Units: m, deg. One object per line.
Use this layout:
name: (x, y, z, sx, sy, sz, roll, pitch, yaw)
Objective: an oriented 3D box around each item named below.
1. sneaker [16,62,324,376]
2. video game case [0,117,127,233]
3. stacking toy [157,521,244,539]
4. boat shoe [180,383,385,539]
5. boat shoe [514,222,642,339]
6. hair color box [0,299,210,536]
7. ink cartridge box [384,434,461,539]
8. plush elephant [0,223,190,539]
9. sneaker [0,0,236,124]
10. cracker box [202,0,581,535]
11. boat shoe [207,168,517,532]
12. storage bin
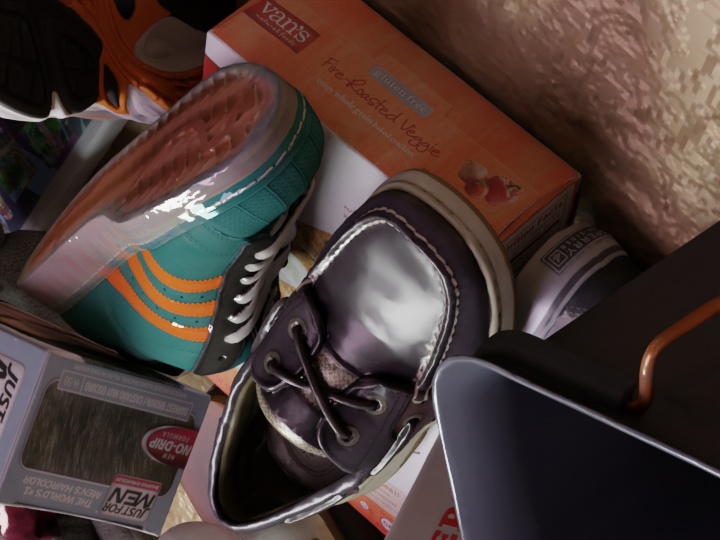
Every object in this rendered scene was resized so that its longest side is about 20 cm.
sneaker: (-0.050, -0.011, 0.945, 0.080, 0.072, 0.200, 38, 155, -13)
video game case: (-0.174, -0.114, 1.169, 0.183, 0.023, 0.200, 51, 150, 3)
stacking toy: (-0.017, 0.178, 1.053, 0.200, 0.146, 0.146, 54, 153, 24)
boat shoe: (-0.006, 0.132, 1.137, 0.070, 0.070, 0.201, -24, 91, 28)
boat shoe: (0.066, 0.064, 0.977, 0.057, 0.069, 0.200, 41, 146, 18)
hair color box: (-0.166, 0.035, 1.043, 0.199, 0.061, 0.099, 22, -178, 36)
ink cartridge box: (0.091, 0.151, 0.895, 0.199, 0.145, 0.085, 14, 137, 18)
plush elephant: (-0.149, 0.053, 1.169, 0.164, 0.201, 0.155, 19, 141, -1)
sneaker: (-0.128, -0.084, 0.962, 0.091, 0.200, 0.076, 0, 83, 29)
cracker box: (0.000, 0.000, 1.009, 0.134, 0.058, 0.201, 40, 148, 21)
boat shoe: (-0.005, 0.038, 0.934, 0.072, 0.065, 0.200, 47, 148, 8)
storage bin: (0.139, 0.056, 0.794, 0.199, 0.134, 0.146, 24, 140, 39)
